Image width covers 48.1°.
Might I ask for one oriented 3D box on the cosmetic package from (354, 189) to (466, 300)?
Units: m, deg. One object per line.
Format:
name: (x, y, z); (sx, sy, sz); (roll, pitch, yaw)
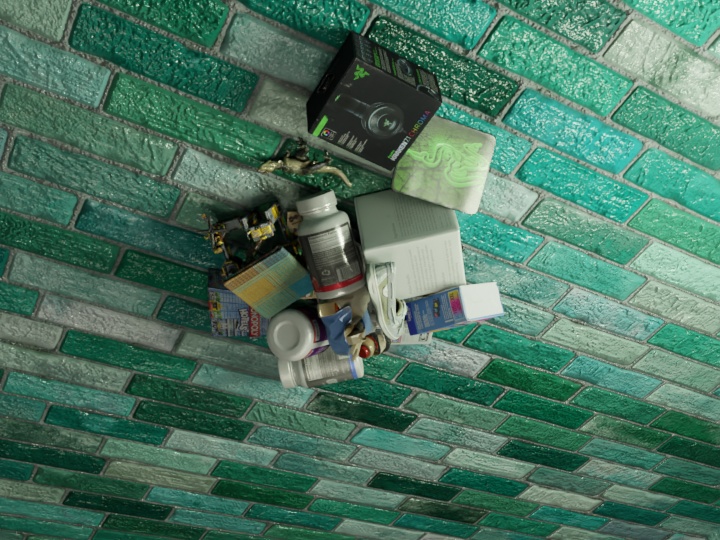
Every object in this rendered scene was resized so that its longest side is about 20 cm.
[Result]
cosmetic package: (0.101, -0.059, 1.660); (0.196, 0.167, 0.166); (-11, 136, 3)

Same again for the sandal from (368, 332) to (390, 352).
sandal: (0.001, 0.112, 1.888); (0.200, 0.048, 0.075); (43, 130, -13)

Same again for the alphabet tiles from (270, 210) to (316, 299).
alphabet tiles: (-0.110, -0.032, 1.712); (0.164, 0.008, 0.204); (-3, 114, -14)

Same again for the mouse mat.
mouse mat: (0.162, -0.208, 1.560); (0.197, 0.008, 0.164); (14, 93, -22)

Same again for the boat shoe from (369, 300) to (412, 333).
boat shoe: (0.053, 0.098, 1.833); (0.197, 0.075, 0.065); (-11, 165, -23)

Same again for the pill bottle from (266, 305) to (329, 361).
pill bottle: (-0.125, 0.138, 1.815); (0.111, 0.114, 0.200); (-26, 173, 18)

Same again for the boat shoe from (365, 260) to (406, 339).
boat shoe: (0.061, 0.061, 1.606); (0.063, 0.075, 0.204); (-11, 131, 10)

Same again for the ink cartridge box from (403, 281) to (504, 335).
ink cartridge box: (0.187, 0.085, 1.726); (0.135, 0.078, 0.198); (-4, 171, -44)

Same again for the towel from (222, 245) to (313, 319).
towel: (-0.179, 0.025, 1.647); (0.145, 0.022, 0.200); (-31, 150, 6)

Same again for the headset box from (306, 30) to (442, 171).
headset box: (0.016, -0.303, 1.446); (0.197, 0.094, 0.175); (22, 129, -26)

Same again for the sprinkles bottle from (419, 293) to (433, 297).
sprinkles bottle: (0.116, 0.025, 1.820); (0.196, 0.069, 0.069); (6, 135, -15)

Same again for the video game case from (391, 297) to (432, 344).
video game case: (0.095, 0.108, 1.938); (0.178, 0.022, 0.202); (-1, 136, -8)

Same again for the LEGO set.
LEGO set: (-0.222, -0.053, 1.620); (0.196, 0.116, 0.157); (-8, 106, 9)

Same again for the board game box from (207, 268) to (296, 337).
board game box: (-0.243, 0.085, 1.831); (0.196, 0.062, 0.202); (-1, 136, -7)

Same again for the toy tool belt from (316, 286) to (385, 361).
toy tool belt: (-0.033, 0.128, 1.727); (0.123, 0.123, 0.203); (-2, 121, 34)

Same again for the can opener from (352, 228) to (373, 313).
can opener: (0.000, 0.000, 1.742); (0.053, 0.067, 0.202); (13, 139, 27)

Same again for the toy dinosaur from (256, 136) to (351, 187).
toy dinosaur: (-0.099, -0.208, 1.563); (0.196, 0.048, 0.088); (8, 149, -17)

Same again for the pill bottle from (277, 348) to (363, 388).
pill bottle: (-0.097, 0.221, 1.956); (0.196, 0.115, 0.115); (-11, 137, 4)

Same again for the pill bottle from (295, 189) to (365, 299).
pill bottle: (-0.065, -0.054, 1.627); (0.109, 0.111, 0.204); (-15, 100, 7)
